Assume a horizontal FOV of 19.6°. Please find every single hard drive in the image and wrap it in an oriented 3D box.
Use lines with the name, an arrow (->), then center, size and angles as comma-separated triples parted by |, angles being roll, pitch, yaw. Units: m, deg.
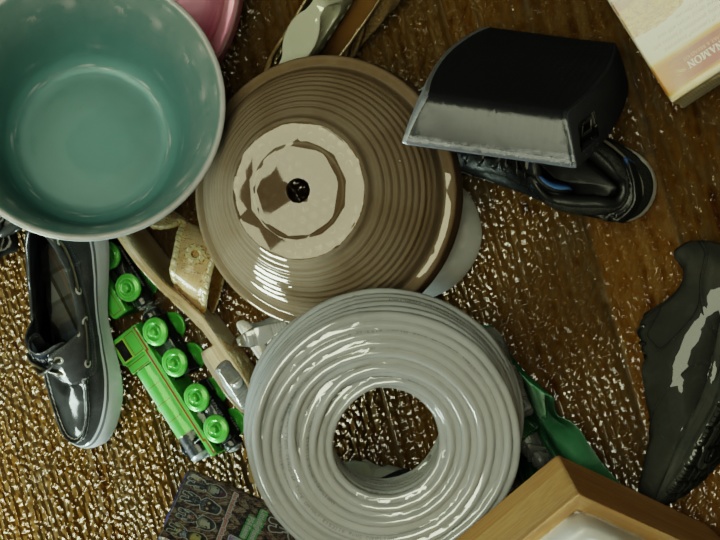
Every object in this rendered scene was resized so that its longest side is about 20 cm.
hard drive -> 0.113, -0.125, 1.459 | 0.134, 0.200, 0.043 | 9, 113, 14

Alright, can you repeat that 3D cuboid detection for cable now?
cable -> 0.017, 0.111, 1.476 | 0.199, 0.069, 0.201 | -23, 102, 4

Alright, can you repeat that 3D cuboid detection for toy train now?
toy train -> -0.159, 0.062, 1.628 | 0.056, 0.042, 0.200 | -36, 82, 24

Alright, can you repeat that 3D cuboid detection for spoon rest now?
spoon rest -> 0.000, 0.000, 1.578 | 0.200, 0.061, 0.100 | -34, 83, 1

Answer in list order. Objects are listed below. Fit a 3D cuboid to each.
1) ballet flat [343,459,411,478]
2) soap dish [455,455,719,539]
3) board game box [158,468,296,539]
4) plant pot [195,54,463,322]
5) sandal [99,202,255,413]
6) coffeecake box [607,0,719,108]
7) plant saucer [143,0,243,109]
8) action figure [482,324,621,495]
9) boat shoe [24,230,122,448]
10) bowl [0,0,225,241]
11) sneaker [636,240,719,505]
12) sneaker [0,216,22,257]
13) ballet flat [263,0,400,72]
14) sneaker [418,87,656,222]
ballet flat -> -0.018, 0.185, 1.576 | 0.200, 0.073, 0.073 | -31, 83, 18
soap dish -> 0.158, 0.217, 1.460 | 0.157, 0.200, 0.081 | -43, 41, 25
board game box -> -0.071, 0.266, 1.529 | 0.199, 0.097, 0.160 | 24, 118, -2
plant pot -> -0.033, -0.056, 1.495 | 0.200, 0.093, 0.202 | 0, 91, 16
sandal -> -0.117, 0.004, 1.599 | 0.070, 0.078, 0.212 | -34, 90, 9
coffeecake box -> 0.238, -0.242, 1.486 | 0.153, 0.073, 0.200 | -32, 83, 14
plant saucer -> -0.181, -0.219, 1.620 | 0.200, 0.051, 0.202 | 0, 91, 16
action figure -> 0.103, 0.113, 1.548 | 0.118, 0.055, 0.201 | -33, 79, 17
boat shoe -> -0.229, 0.049, 1.607 | 0.070, 0.066, 0.201 | 18, 115, 33
bowl -> -0.198, -0.107, 1.529 | 0.200, 0.105, 0.202 | 1, 77, -3
sneaker -> 0.236, 0.072, 1.505 | 0.091, 0.076, 0.201 | 23, 94, 26
sneaker -> -0.278, -0.091, 1.617 | 0.111, 0.077, 0.200 | 40, 123, 12
ballet flat -> -0.014, -0.205, 1.560 | 0.068, 0.072, 0.200 | 38, 101, 14
sneaker -> 0.114, -0.093, 1.506 | 0.199, 0.112, 0.073 | 20, 96, 15
